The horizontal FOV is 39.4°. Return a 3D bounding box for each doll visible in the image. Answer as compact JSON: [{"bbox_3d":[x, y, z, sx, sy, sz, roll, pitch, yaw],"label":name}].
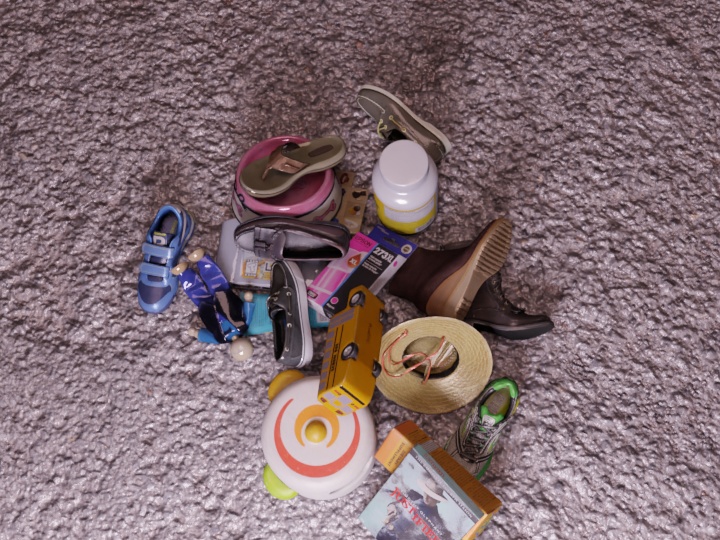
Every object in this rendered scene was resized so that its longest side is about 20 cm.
[{"bbox_3d":[-0.246,0.068,1.718,0.136,0.048,0.201,-36,82,12],"label":"doll"}]

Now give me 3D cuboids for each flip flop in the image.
[{"bbox_3d":[-0.115,-0.187,1.697,0.198,0.058,0.081,-23,58,-14],"label":"flip flop"}]

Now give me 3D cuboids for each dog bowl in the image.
[{"bbox_3d":[-0.131,-0.151,1.753,0.198,0.074,0.202,-1,56,1],"label":"dog bowl"}]

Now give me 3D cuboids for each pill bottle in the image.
[{"bbox_3d":[0.076,-0.141,1.693,0.111,0.200,0.113,-1,71,4],"label":"pill bottle"}]

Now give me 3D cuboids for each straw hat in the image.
[{"bbox_3d":[0.114,0.133,1.658,0.199,0.203,0.085,-8,28,2],"label":"straw hat"}]

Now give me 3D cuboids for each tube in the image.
[{"bbox_3d":[-0.115,0.072,1.724,0.198,0.050,0.078,-2,68,10],"label":"tube"}]

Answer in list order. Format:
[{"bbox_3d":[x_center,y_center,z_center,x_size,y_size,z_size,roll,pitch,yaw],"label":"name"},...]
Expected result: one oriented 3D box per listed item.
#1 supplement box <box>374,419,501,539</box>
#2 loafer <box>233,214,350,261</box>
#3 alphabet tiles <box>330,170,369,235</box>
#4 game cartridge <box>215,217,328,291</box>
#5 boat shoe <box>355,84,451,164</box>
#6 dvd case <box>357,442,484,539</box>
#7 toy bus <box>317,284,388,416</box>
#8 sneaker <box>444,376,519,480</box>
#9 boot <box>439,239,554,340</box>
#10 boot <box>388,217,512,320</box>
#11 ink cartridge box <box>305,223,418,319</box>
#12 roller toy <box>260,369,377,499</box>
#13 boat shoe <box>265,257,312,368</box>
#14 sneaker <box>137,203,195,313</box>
[{"bbox_3d":[0.120,0.326,1.566,0.200,0.069,0.067,39,110,19],"label":"supplement box"},{"bbox_3d":[-0.115,-0.048,1.677,0.198,0.072,0.063,1,35,-1],"label":"loafer"},{"bbox_3d":[-0.090,-0.117,1.776,0.198,0.006,0.168,8,56,7],"label":"alphabet tiles"},{"bbox_3d":[-0.154,-0.030,1.764,0.198,0.042,0.135,5,77,6],"label":"game cartridge"},{"bbox_3d":[0.067,-0.257,1.799,0.201,0.072,0.060,37,74,11],"label":"boat shoe"},{"bbox_3d":[0.088,0.377,1.545,0.146,0.201,0.022,46,38,16],"label":"dvd case"},{"bbox_3d":[-0.012,0.122,1.569,0.078,0.065,0.201,-30,35,33],"label":"toy bus"},{"bbox_3d":[0.190,0.255,1.615,0.078,0.085,0.201,26,80,13],"label":"sneaker"},{"bbox_3d":[0.227,0.024,1.693,0.198,0.069,0.176,1,72,11],"label":"boot"},{"bbox_3d":[0.146,-0.020,1.672,0.166,0.072,0.201,26,81,45],"label":"boot"},{"bbox_3d":[0.000,0.000,1.698,0.094,0.037,0.200,30,65,30],"label":"ink cartridge box"},{"bbox_3d":[-0.064,0.265,1.605,0.180,0.140,0.202,4,72,5],"label":"roller toy"},{"bbox_3d":[-0.125,0.065,1.659,0.056,0.069,0.202,9,55,-36],"label":"boat shoe"},{"bbox_3d":[-0.349,-0.025,1.754,0.073,0.082,0.202,10,75,6],"label":"sneaker"}]
